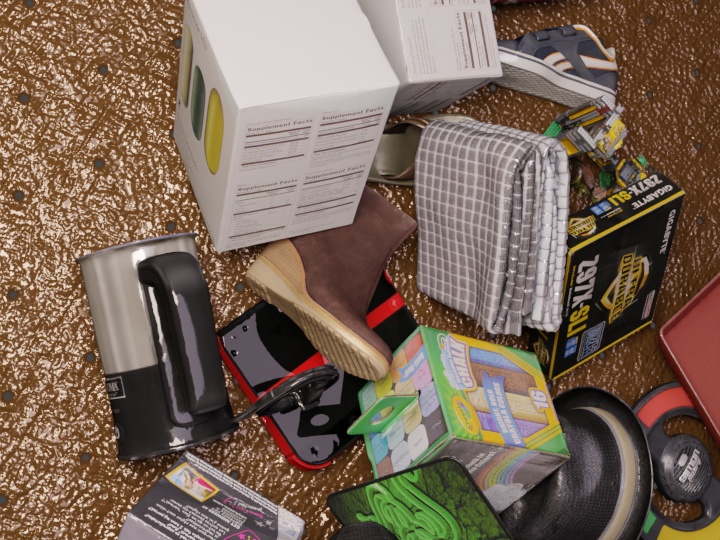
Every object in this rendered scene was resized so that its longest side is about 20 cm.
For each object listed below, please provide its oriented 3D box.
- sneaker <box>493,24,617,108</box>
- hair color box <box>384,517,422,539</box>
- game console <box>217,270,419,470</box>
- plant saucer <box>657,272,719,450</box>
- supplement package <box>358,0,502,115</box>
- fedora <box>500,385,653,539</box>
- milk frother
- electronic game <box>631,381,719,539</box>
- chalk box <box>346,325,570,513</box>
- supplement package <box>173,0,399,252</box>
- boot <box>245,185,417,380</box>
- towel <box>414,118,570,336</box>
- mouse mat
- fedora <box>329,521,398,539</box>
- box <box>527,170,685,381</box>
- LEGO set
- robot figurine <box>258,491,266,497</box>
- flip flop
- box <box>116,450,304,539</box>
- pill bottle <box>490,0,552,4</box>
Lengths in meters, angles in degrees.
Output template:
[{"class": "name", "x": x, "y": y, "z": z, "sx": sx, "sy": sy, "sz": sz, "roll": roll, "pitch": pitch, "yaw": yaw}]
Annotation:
[{"class": "sneaker", "x": 0.211, "y": -0.243, "z": 1.158, "sx": 0.197, "sy": 0.078, "sz": 0.081, "roll": 11, "pitch": 85, "yaw": -31}, {"class": "hair color box", "x": 0.078, "y": 0.317, "z": 1.028, "sx": 0.200, "sy": 0.099, "sz": 0.061, "roll": 49, "pitch": 34, "yaw": -10}, {"class": "game console", "x": -0.029, "y": 0.087, "z": 1.057, "sx": 0.199, "sy": 0.031, "sz": 0.178, "roll": -35, "pitch": 93, "yaw": -22}, {"class": "plant saucer", "x": 0.447, "y": 0.112, "z": 1.215, "sx": 0.199, "sy": 0.037, "sz": 0.202, "roll": -33, "pitch": 94, "yaw": -33}, {"class": "supplement package", "x": 0.048, "y": -0.276, "z": 1.053, "sx": 0.109, "sy": 0.155, "sz": 0.204, "roll": -8, "pitch": 88, "yaw": -23}, {"class": "fedora", "x": 0.203, "y": 0.216, "z": 1.042, "sx": 0.091, "sy": 0.199, "sz": 0.205, "roll": 13, "pitch": 79, "yaw": -37}, {"class": "milk frother", "x": -0.139, "y": 0.059, "z": 0.954, "sx": 0.198, "sy": 0.179, "sz": 0.192, "roll": -12, "pitch": 90, "yaw": -48}, {"class": "electronic game", "x": 0.380, "y": 0.233, "z": 1.195, "sx": 0.196, "sy": 0.042, "sz": 0.204, "roll": 2, "pitch": 84, "yaw": -21}, {"class": "chalk box", "x": 0.079, "y": 0.145, "z": 0.985, "sx": 0.198, "sy": 0.125, "sz": 0.125, "roll": 16, "pitch": 43, "yaw": -32}, {"class": "supplement package", "x": -0.078, "y": -0.148, "z": 0.942, "sx": 0.148, "sy": 0.201, "sz": 0.153, "roll": -13, "pitch": 61, "yaw": -22}, {"class": "boot", "x": 0.000, "y": 0.000, "z": 1.000, "sx": 0.166, "sy": 0.073, "sz": 0.199, "roll": -40, "pitch": 57, "yaw": -21}, {"class": "towel", "x": 0.124, "y": -0.044, "z": 1.031, "sx": 0.084, "sy": 0.165, "sz": 0.204, "roll": -8, "pitch": 108, "yaw": -33}, {"class": "mouse mat", "x": 0.076, "y": 0.268, "z": 0.958, "sx": 0.201, "sy": 0.159, "sz": 0.008, "roll": 56, "pitch": 33, "yaw": -15}, {"class": "fedora", "x": 0.001, "y": 0.296, "z": 0.918, "sx": 0.197, "sy": 0.202, "sz": 0.092, "roll": 14, "pitch": 38, "yaw": -19}, {"class": "box", "x": 0.262, "y": 0.009, "z": 1.101, "sx": 0.158, "sy": 0.202, "sz": 0.049, "roll": -24, "pitch": 49, "yaw": -21}, {"class": "LEGO set", "x": 0.251, "y": -0.096, "z": 1.136, "sx": 0.200, "sy": 0.116, "sz": 0.155, "roll": -42, "pitch": 100, "yaw": -20}, {"class": "robot figurine", "x": -0.106, "y": 0.307, "z": 0.984, "sx": 0.200, "sy": 0.058, "sz": 0.145, "roll": 47, "pitch": 70, "yaw": -12}, {"class": "flip flop", "x": 0.049, "y": -0.133, "z": 1.091, "sx": 0.197, "sy": 0.057, "sz": 0.083, "roll": -2, "pitch": 85, "yaw": -22}, {"class": "box", "x": -0.152, "y": 0.287, "z": 0.870, "sx": 0.131, "sy": 0.115, "sz": 0.202, "roll": 28, "pitch": 114, "yaw": 7}, {"class": "pill bottle", "x": 0.173, "y": -0.356, "z": 1.134, "sx": 0.197, "sy": 0.114, "sz": 0.116, "roll": -9, "pitch": 88, "yaw": -21}]
